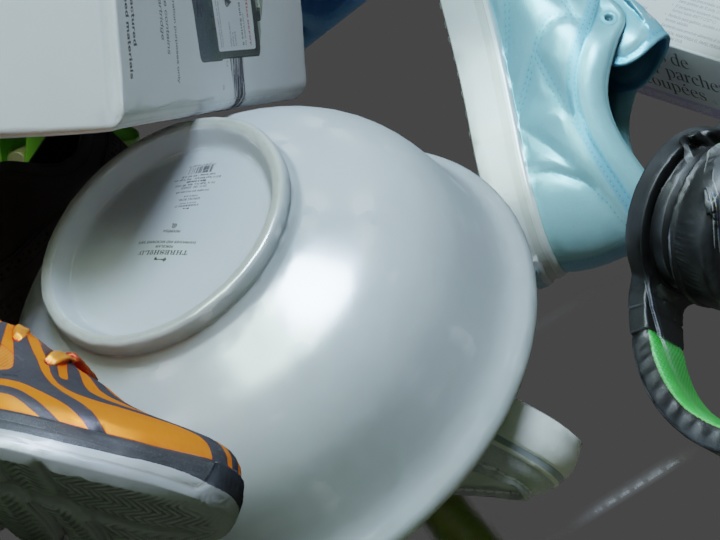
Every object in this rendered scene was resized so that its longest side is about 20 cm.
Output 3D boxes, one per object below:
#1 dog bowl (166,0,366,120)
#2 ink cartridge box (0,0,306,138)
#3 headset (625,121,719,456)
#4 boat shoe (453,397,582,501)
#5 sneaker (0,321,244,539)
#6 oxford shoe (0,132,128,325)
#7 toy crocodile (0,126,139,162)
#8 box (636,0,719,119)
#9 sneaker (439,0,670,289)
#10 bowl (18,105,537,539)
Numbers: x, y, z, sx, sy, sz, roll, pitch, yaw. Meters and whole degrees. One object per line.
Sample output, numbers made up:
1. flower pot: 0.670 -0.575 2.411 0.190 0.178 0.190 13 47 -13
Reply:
1. dog bowl: -0.049 -0.130 1.082 0.200 0.111 0.050 -35 56 30
2. ink cartridge box: -0.118 -0.092 0.941 0.145 0.085 0.200 -3 6 16
3. headset: 0.144 -0.032 0.922 0.123 0.094 0.201 -16 59 35
4. boat shoe: -0.015 0.065 0.951 0.199 0.072 0.069 11 71 29
5. sneaker: -0.121 0.017 0.831 0.199 0.078 0.112 14 64 13
6. oxford shoe: -0.146 0.004 1.009 0.071 0.073 0.200 -21 16 34
7. toy crocodile: -0.189 -0.051 1.133 0.199 0.068 0.062 2 22 26
8. box: 0.167 -0.076 1.003 0.199 0.039 0.041 22 62 37
9. sneaker: 0.076 -0.096 1.013 0.082 0.074 0.201 -15 79 10
10. bowl: -0.047 0.012 0.902 0.200 0.090 0.202 -18 46 20
